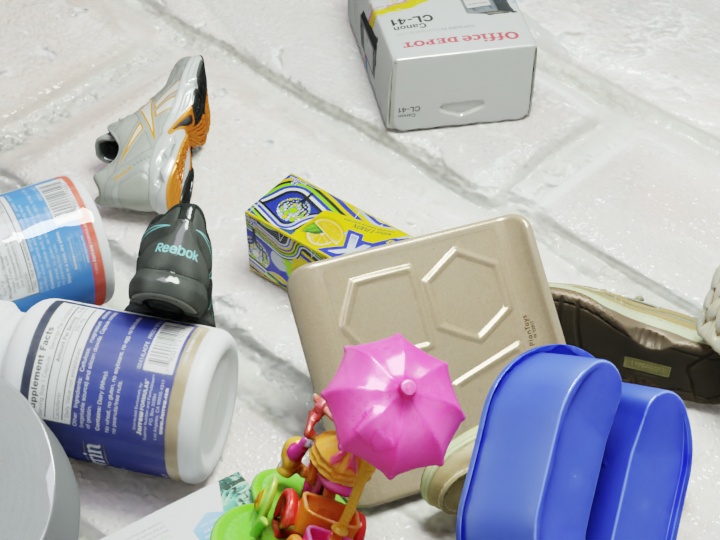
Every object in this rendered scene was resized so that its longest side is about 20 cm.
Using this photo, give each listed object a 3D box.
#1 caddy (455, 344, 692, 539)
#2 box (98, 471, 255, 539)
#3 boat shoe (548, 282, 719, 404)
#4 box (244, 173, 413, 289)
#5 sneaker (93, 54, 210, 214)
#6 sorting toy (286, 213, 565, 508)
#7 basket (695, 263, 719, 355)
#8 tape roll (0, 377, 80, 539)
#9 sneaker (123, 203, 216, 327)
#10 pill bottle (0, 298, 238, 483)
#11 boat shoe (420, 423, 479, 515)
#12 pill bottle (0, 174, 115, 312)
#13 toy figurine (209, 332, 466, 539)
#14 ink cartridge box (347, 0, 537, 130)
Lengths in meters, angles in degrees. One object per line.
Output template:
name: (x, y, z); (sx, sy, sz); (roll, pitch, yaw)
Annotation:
caddy: (0.141, 0.149, 1.186); (0.140, 0.105, 0.202); (25, 73, -30)
box: (-0.091, 0.239, 1.181); (0.143, 0.037, 0.200); (-24, 50, -26)
boat shoe: (0.210, 0.049, 1.387); (0.198, 0.072, 0.076); (20, 32, 6)
box: (0.000, 0.000, 1.421); (0.199, 0.071, 0.064); (28, 51, 26)
sneaker: (-0.190, -0.129, 1.558); (0.091, 0.076, 0.201); (2, 41, 7)
sorting toy: (0.058, 0.067, 1.317); (0.198, 0.036, 0.187); (-14, 83, -14)
basket: (0.371, 0.022, 1.327); (0.198, 0.137, 0.123); (-2, 29, -39)
tape roll: (-0.294, 0.166, 1.179); (0.198, 0.066, 0.203); (-4, 63, 7)
sneaker: (-0.139, 0.004, 1.332); (0.074, 0.200, 0.080); (13, 79, -7)
pill bottle: (-0.199, 0.084, 1.288); (0.197, 0.117, 0.116); (11, 43, 10)
boat shoe: (0.143, 0.148, 1.266); (0.198, 0.074, 0.063); (-6, 37, -20)
pill bottle: (-0.305, 0.003, 1.377); (0.198, 0.113, 0.112); (-19, 46, -21)
toy figurine: (0.000, 0.123, 1.167); (0.149, 0.185, 0.200); (21, 22, -14)
ink cartridge box: (0.076, -0.233, 1.671); (0.146, 0.086, 0.201); (-7, 42, -10)
